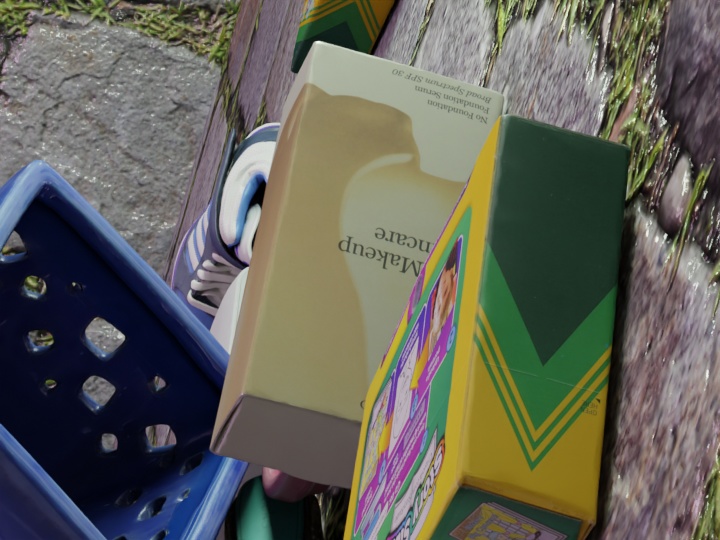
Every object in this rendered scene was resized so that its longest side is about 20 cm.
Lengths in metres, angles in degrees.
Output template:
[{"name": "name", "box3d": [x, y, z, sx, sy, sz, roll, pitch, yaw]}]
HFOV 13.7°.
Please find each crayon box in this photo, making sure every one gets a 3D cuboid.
[{"name": "crayon box", "box3d": [0.043, 0.070, 1.161, 0.200, 0.058, 0.173, 114, 167, -51]}, {"name": "crayon box", "box3d": [0.006, -0.230, 2.055, 0.200, 0.051, 0.126, 119, 164, -60]}]

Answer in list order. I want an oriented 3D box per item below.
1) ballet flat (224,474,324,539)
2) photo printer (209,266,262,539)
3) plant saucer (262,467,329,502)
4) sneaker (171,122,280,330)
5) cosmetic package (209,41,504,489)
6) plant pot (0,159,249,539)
[{"name": "ballet flat", "box3d": [-0.044, 0.190, 1.599, 0.200, 0.070, 0.066, -81, -18, -55]}, {"name": "photo printer", "box3d": [-0.075, 0.102, 1.906, 0.200, 0.069, 0.167, -87, 14, -57]}, {"name": "plant saucer", "box3d": [-0.003, 0.029, 1.602, 0.201, 0.051, 0.201, -164, 90, -82]}, {"name": "sneaker", "box3d": [-0.091, -0.008, 2.200, 0.147, 0.080, 0.201, -86, 18, -74]}, {"name": "cosmetic package", "box3d": [0.000, 0.000, 1.444, 0.071, 0.105, 0.201, 119, 163, -59]}, {"name": "plant pot", "box3d": [-0.194, 0.096, 1.605, 0.180, 0.200, 0.200, -31, 19, 32]}]
